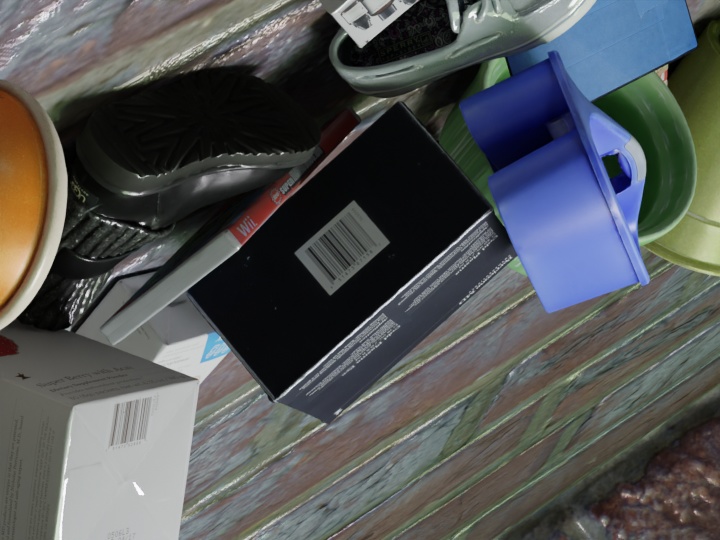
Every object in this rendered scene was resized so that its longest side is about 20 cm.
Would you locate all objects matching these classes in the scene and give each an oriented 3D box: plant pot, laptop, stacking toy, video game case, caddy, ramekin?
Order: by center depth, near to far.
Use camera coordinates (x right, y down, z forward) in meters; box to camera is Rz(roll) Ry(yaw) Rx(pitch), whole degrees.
[{"bbox_3d":[-0.267,-0.046,1.251,0.199,0.147,0.146,13,130,-46],"label":"stacking toy"},{"bbox_3d":[0.146,-0.062,1.641,0.104,0.142,0.200,-21,149,7],"label":"caddy"},{"bbox_3d":[-0.088,-0.033,1.651,0.143,0.017,0.200,-36,-171,37],"label":"video game case"},{"bbox_3d":[0.186,-0.229,1.693,0.187,0.116,0.200,-28,161,-34],"label":"laptop"},{"bbox_3d":[0.158,-0.089,1.888,0.199,0.201,0.098,-25,168,-38],"label":"ramekin"},{"bbox_3d":[0.343,-0.131,2.240,0.200,0.200,0.191,-22,144,-45],"label":"plant pot"}]

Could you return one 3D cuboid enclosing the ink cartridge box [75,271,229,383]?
[{"bbox_3d":[-0.186,0.087,1.837,0.200,0.068,0.115,-47,162,30],"label":"ink cartridge box"}]

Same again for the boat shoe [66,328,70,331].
[{"bbox_3d":[-0.272,0.092,1.659,0.201,0.070,0.071,-45,162,19],"label":"boat shoe"}]

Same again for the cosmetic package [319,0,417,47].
[{"bbox_3d":[0.055,-0.231,1.518,0.200,0.051,0.083,-40,165,5],"label":"cosmetic package"}]

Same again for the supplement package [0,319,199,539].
[{"bbox_3d":[-0.220,0.104,1.507,0.121,0.199,0.121,-10,112,-53],"label":"supplement package"}]

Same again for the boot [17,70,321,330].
[{"bbox_3d":[-0.136,-0.046,1.556,0.210,0.080,0.158,-13,147,-45],"label":"boot"}]

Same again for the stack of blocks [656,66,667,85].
[{"bbox_3d":[0.169,-0.125,2.047,0.200,0.059,0.115,-37,165,-5],"label":"stack of blocks"}]

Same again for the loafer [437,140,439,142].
[{"bbox_3d":[0.024,-0.012,1.962,0.200,0.073,0.072,-44,125,13],"label":"loafer"}]

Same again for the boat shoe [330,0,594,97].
[{"bbox_3d":[0.071,-0.173,1.591,0.200,0.070,0.071,-25,169,17],"label":"boat shoe"}]

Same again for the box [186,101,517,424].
[{"bbox_3d":[0.000,0.000,1.681,0.200,0.104,0.182,-41,166,2],"label":"box"}]
